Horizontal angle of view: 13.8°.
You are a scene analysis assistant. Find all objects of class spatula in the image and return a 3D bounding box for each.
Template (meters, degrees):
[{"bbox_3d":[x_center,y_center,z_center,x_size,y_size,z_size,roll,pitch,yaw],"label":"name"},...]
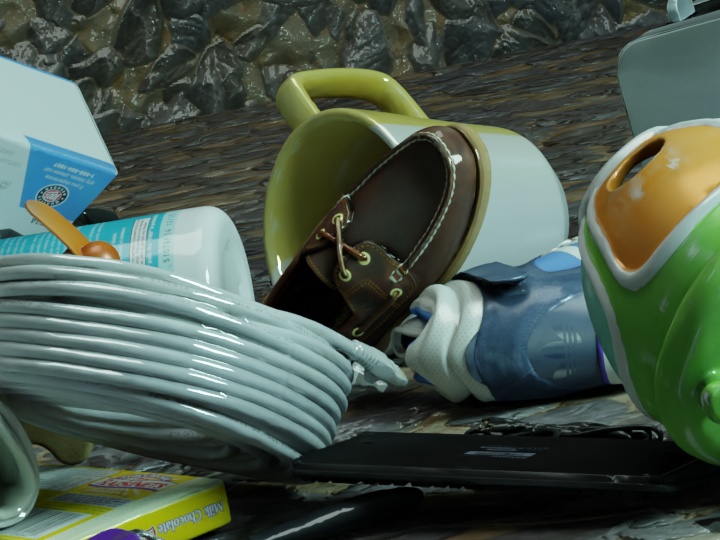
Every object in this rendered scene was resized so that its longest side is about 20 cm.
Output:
[{"bbox_3d":[-0.064,0.120,1.329,0.199,0.021,0.056,-8,7,-20],"label":"spatula"}]

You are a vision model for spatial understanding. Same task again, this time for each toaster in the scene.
[{"bbox_3d":[0.262,-0.091,1.825,0.118,0.201,0.181,-7,17,36],"label":"toaster"}]

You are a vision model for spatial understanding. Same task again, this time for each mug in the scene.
[{"bbox_3d":[0.042,-0.045,1.806,0.153,0.188,0.149,-7,-6,-41],"label":"mug"}]

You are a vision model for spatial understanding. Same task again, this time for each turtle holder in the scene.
[{"bbox_3d":[0.173,0.007,1.283,0.185,0.141,0.132,11,26,-47],"label":"turtle holder"}]

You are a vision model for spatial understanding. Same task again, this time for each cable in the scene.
[{"bbox_3d":[-0.104,0.048,1.432,0.199,0.070,0.200,3,-15,38],"label":"cable"}]

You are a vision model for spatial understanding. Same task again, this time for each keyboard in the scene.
[{"bbox_3d":[0.077,0.087,1.362,0.199,0.021,0.127,1,9,33],"label":"keyboard"}]

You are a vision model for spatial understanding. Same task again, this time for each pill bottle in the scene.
[{"bbox_3d":[-0.167,0.030,1.756,0.199,0.111,0.111,-8,9,9],"label":"pill bottle"}]

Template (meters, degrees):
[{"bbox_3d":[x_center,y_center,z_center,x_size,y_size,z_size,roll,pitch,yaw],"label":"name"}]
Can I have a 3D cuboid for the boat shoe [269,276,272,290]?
[{"bbox_3d":[0.001,-0.007,1.960,0.074,0.063,0.200,-13,10,-31],"label":"boat shoe"}]

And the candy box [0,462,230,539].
[{"bbox_3d":[-0.163,0.121,1.441,0.102,0.027,0.199,-17,11,-39],"label":"candy box"}]

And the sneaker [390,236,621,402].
[{"bbox_3d":[0.091,0.017,1.623,0.146,0.081,0.200,-4,15,13],"label":"sneaker"}]

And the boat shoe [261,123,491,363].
[{"bbox_3d":[0.000,0.000,1.627,0.070,0.071,0.200,-3,-42,-41],"label":"boat shoe"}]

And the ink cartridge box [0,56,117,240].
[{"bbox_3d":[-0.269,-0.037,1.797,0.145,0.084,0.200,17,-54,-47],"label":"ink cartridge box"}]

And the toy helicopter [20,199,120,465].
[{"bbox_3d":[-0.128,0.043,1.567,0.199,0.133,0.079,13,17,-2],"label":"toy helicopter"}]

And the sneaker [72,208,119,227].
[{"bbox_3d":[-0.188,0.018,1.859,0.199,0.112,0.077,-7,9,21],"label":"sneaker"}]

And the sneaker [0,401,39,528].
[{"bbox_3d":[-0.227,0.046,1.364,0.115,0.200,0.074,6,57,51],"label":"sneaker"}]
